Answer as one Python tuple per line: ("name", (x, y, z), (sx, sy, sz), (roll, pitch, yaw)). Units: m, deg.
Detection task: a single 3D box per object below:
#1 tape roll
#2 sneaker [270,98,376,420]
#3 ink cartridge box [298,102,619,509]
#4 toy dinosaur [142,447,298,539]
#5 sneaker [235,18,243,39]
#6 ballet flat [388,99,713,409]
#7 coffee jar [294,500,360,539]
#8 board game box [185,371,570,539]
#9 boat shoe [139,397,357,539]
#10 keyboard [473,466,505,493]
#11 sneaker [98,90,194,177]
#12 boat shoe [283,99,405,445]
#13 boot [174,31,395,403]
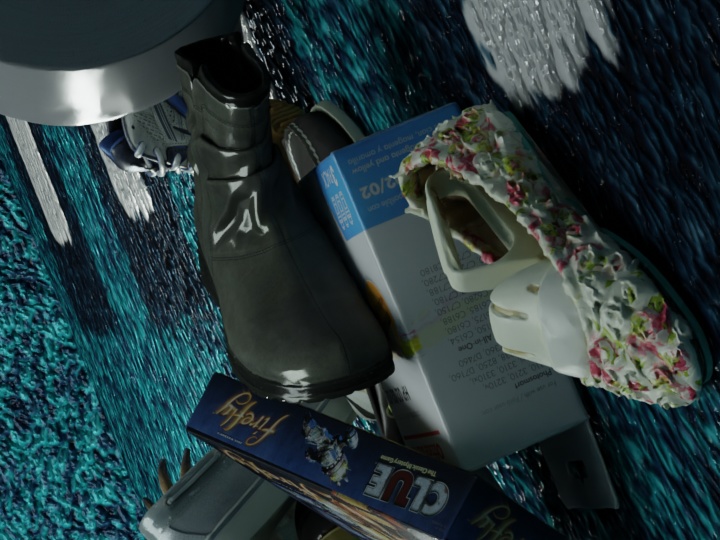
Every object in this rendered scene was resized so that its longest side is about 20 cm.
("tape roll", (-0.160, -0.182, 1.490), (0.066, 0.200, 0.201), (93, 152, -64))
("sneaker", (-0.028, -0.001, 1.533), (0.088, 0.075, 0.200), (91, 155, -64))
("ink cartridge box", (0.044, 0.032, 1.281), (0.115, 0.068, 0.201), (148, 99, -80))
("toy dinosaur", (-0.082, 0.150, 1.637), (0.200, 0.135, 0.086), (162, 104, -66))
("sneaker", (-0.124, -0.178, 1.665), (0.200, 0.075, 0.087), (54, 168, 50))
("ballet flat", (0.072, 0.002, 1.113), (0.200, 0.064, 0.076), (-128, 20, -51))
("coffee jar", (0.042, 0.197, 1.514), (0.085, 0.104, 0.200), (94, 152, -60))
("board game box", (0.024, 0.114, 1.298), (0.135, 0.035, 0.200), (36, 169, -39))
("boat shoe", (-0.054, 0.094, 1.549), (0.071, 0.201, 0.070), (35, 141, 6))
("keyboard", (0.080, 0.135, 1.366), (0.200, 0.011, 0.056), (56, 174, -1))
("sneaker", (-0.108, -0.082, 1.590), (0.200, 0.085, 0.077), (42, 164, -11))
("boat shoe", (0.000, 0.000, 1.443), (0.072, 0.060, 0.202), (95, 150, -64))
("boot", (-0.047, -0.029, 1.273), (0.200, 0.068, 0.131), (-130, 27, -59))
